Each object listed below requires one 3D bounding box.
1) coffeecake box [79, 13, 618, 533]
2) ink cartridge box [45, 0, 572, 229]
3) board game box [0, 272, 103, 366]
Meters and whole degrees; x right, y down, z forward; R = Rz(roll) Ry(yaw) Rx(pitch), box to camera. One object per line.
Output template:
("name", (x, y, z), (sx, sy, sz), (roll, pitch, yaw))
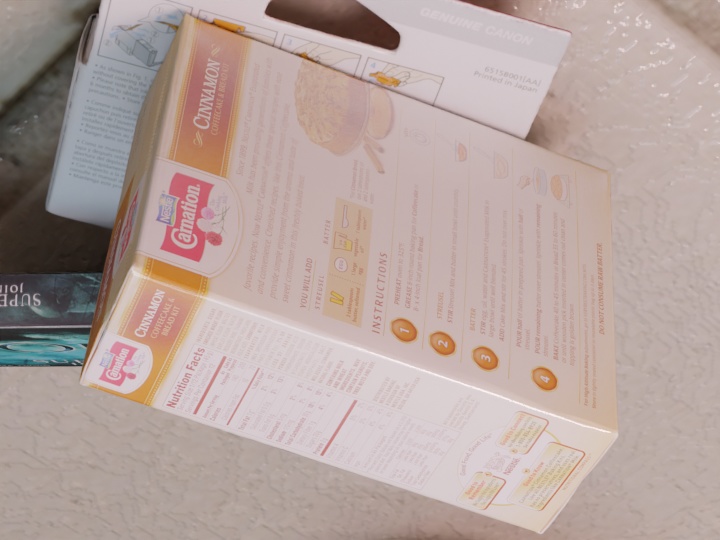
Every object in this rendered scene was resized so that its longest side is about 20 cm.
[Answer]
("coffeecake box", (0.000, 0.000, 0.813), (0.198, 0.154, 0.073), (19, 133, -13))
("ink cartridge box", (-0.027, -0.074, 0.880), (0.198, 0.044, 0.174), (14, 132, -8))
("board game box", (-0.104, 0.024, 0.939), (0.198, 0.028, 0.135), (-1, 170, 6))
